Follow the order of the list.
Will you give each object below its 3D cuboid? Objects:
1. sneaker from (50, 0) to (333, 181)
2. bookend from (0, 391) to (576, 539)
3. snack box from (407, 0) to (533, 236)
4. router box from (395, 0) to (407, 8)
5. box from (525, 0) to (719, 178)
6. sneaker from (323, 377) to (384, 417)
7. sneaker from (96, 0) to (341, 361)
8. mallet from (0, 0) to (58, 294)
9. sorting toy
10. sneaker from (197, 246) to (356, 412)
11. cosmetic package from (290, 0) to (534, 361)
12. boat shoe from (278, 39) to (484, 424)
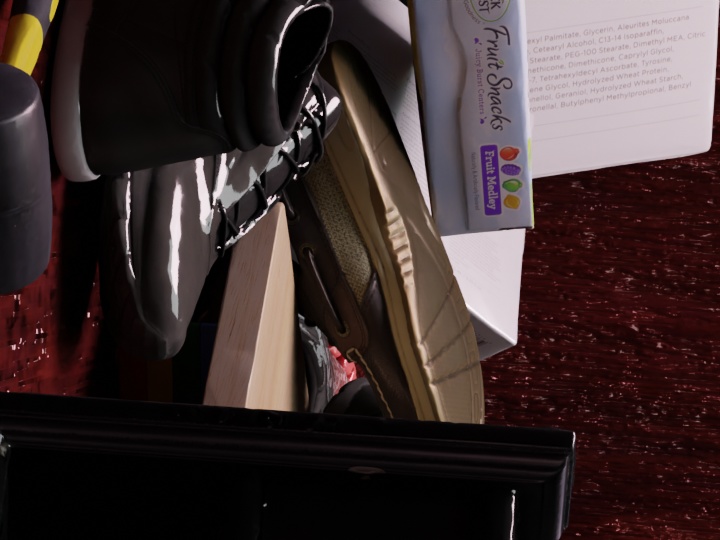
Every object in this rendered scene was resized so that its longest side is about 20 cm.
[{"bbox_3d":[-0.056,-0.127,0.931,0.071,0.099,0.201,71,21,-69],"label":"sneaker"},{"bbox_3d":[-0.037,0.151,0.782,0.092,0.198,0.201,82,13,-69],"label":"bookend"},{"bbox_3d":[0.046,-0.137,1.102,0.143,0.053,0.201,-90,175,-48],"label":"snack box"},{"bbox_3d":[0.014,-0.225,1.284,0.062,0.149,0.201,71,23,-75],"label":"router box"},{"bbox_3d":[0.086,-0.151,1.478,0.199,0.199,0.131,-131,-143,-59],"label":"box"},{"bbox_3d":[0.010,0.139,1.097,0.073,0.081,0.201,80,13,-54],"label":"sneaker"},{"bbox_3d":[-0.056,-0.052,0.986,0.076,0.090,0.201,107,-7,-58],"label":"sneaker"},{"bbox_3d":[-0.109,-0.080,0.785,0.201,0.041,0.066,-86,178,-47],"label":"mallet"},{"bbox_3d":[-0.071,0.108,1.039,0.199,0.069,0.201,85,11,-50],"label":"sorting toy"},{"bbox_3d":[-0.044,0.053,1.244,0.201,0.070,0.098,80,14,-55],"label":"sneaker"},{"bbox_3d":[0.001,-0.064,1.198,0.200,0.052,0.151,37,46,-32],"label":"cosmetic package"},{"bbox_3d":[0.000,0.000,1.091,0.202,0.066,0.072,71,23,-10],"label":"boat shoe"}]
